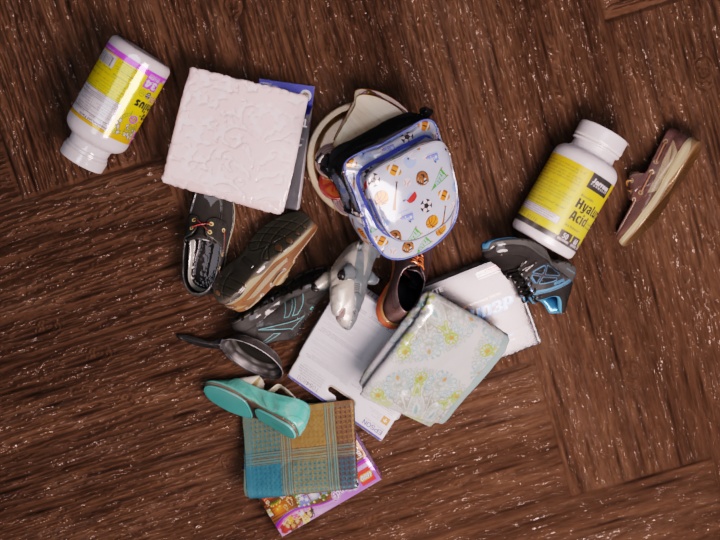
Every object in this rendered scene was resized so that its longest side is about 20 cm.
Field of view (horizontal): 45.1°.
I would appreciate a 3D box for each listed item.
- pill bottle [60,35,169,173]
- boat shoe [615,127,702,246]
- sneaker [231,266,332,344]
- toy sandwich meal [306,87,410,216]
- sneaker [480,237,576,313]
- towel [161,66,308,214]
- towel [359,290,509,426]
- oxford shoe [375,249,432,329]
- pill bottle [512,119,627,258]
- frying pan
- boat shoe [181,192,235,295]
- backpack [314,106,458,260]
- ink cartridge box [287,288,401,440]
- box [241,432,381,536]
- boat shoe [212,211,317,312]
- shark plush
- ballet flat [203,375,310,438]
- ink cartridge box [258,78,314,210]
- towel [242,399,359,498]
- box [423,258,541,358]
[{"bbox_3d":[-0.389,-0.256,1.358,0.104,0.104,0.201,32,98,-4],"label":"pill bottle"},{"bbox_3d":[0.463,-0.136,1.396,0.072,0.072,0.201,38,109,26],"label":"boat shoe"},{"bbox_3d":[-0.112,0.063,1.425,0.199,0.076,0.080,-29,108,12],"label":"sneaker"},{"bbox_3d":[0.009,-0.182,1.382,0.203,0.070,0.208,0,98,0],"label":"toy sandwich meal"},{"bbox_3d":[0.266,0.006,1.361,0.199,0.073,0.083,22,72,-31],"label":"sneaker"},{"bbox_3d":[-0.196,-0.205,1.366,0.198,0.032,0.193,15,94,-1],"label":"towel"},{"bbox_3d":[0.113,0.144,1.341,0.170,0.048,0.201,26,108,-31],"label":"towel"},{"bbox_3d":[0.086,-0.005,1.370,0.071,0.072,0.202,24,63,-15],"label":"oxford shoe"},{"bbox_3d":[0.334,-0.130,1.367,0.111,0.111,0.201,28,97,-3],"label":"pill bottle"},{"bbox_3d":[-0.205,0.139,1.441,0.115,0.189,0.031,55,51,-40],"label":"frying pan"},{"bbox_3d":[-0.248,-0.059,1.407,0.073,0.063,0.204,7,96,4],"label":"boat shoe"},{"bbox_3d":[0.062,-0.117,1.297,0.199,0.154,0.192,-26,121,-8],"label":"backpack"},{"bbox_3d":[0.008,0.144,1.422,0.199,0.041,0.201,34,109,5],"label":"ink cartridge box"},{"bbox_3d":[-0.083,0.341,1.471,0.199,0.039,0.138,-31,97,4],"label":"box"},{"bbox_3d":[-0.151,-0.012,1.410,0.200,0.074,0.076,-41,52,-4],"label":"boat shoe"},{"bbox_3d":[0.000,0.000,1.380,0.083,0.201,0.091,46,133,-14],"label":"shark plush"},{"bbox_3d":[-0.165,0.213,1.433,0.199,0.070,0.068,19,139,27],"label":"ballet flat"},{"bbox_3d":[-0.133,-0.203,1.400,0.094,0.037,0.202,8,96,0],"label":"ink cartridge box"},{"bbox_3d":[-0.100,0.292,1.421,0.198,0.022,0.148,-9,70,16],"label":"towel"},{"bbox_3d":[0.178,0.078,1.429,0.198,0.046,0.160,-21,97,4],"label":"box"}]
